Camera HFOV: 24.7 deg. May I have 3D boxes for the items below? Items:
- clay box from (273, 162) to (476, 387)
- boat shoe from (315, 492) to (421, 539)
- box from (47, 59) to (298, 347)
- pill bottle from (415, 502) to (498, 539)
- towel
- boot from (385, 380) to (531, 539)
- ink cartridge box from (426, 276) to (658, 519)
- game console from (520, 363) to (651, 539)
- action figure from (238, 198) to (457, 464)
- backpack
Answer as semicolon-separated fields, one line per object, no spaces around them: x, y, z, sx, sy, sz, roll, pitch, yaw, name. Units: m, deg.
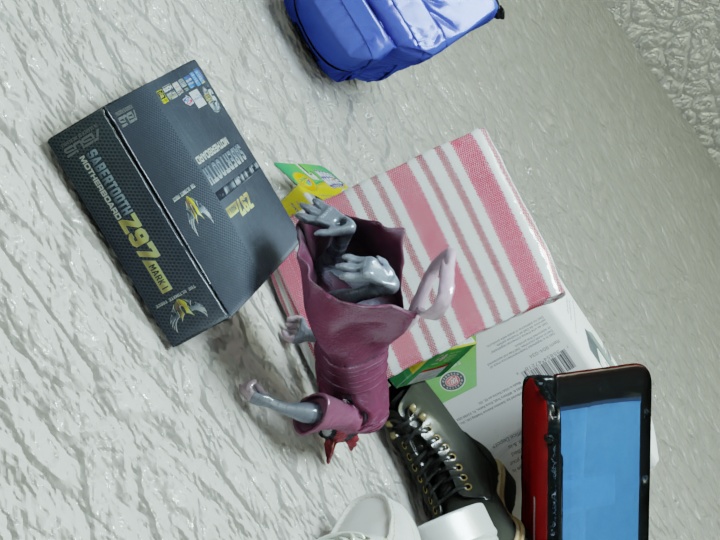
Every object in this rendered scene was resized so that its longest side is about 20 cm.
0.000;0.000;1.318;0.200;0.048;0.115;50;17;13;clay box
-0.009;0.196;1.041;0.069;0.071;0.200;56;21;-20;boat shoe
-0.120;-0.052;1.127;0.158;0.051;0.200;60;19;-8;box
0.086;0.268;1.123;0.111;0.111;0.201;9;55;-66;pill bottle
0.036;-0.004;1.239;0.030;0.199;0.147;48;17;-78;towel
0.060;0.163;1.274;0.139;0.077;0.200;52;8;-14;boot
0.150;0.109;1.443;0.200;0.145;0.084;54;19;-21;ink cartridge box
0.188;0.186;1.303;0.172;0.118;0.201;-100;-171;-83;game console
-0.001;0.051;1.143;0.134;0.148;0.201;-72;164;-53;action figure
0.012;-0.268;1.588;0.163;0.167;0.200;63;-13;-7;backpack
